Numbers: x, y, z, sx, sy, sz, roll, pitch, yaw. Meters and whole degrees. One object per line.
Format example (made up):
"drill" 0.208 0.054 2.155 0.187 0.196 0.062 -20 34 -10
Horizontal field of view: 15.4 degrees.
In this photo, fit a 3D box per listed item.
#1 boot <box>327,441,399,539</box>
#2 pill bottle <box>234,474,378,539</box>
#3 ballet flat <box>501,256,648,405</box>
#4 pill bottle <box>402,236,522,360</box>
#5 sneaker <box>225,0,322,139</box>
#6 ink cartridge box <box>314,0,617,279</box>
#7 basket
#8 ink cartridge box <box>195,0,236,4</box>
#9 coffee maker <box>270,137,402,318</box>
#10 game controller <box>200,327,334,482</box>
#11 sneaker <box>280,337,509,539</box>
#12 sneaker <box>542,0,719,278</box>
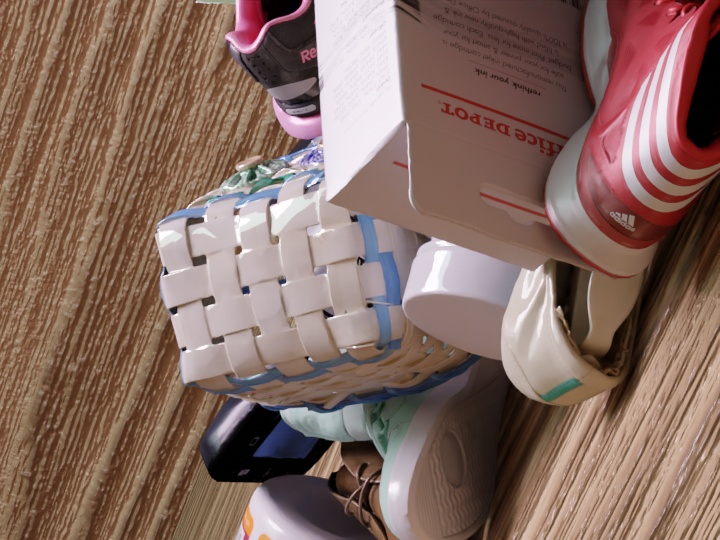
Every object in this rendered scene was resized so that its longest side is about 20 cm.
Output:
"boot" 0.018 0.138 1.498 0.200 0.075 0.074 -110 42 -80
"pill bottle" -0.046 0.234 1.609 0.110 0.109 0.201 -87 17 -72
"ballet flat" 0.115 -0.036 1.208 0.069 0.069 0.201 131 153 -76
"pill bottle" 0.087 -0.062 1.300 0.111 0.110 0.201 124 164 -70
"sneaker" -0.029 -0.173 1.377 0.079 0.095 0.201 -17 56 35
"ink cartridge box" 0.044 -0.078 1.173 0.068 0.115 0.201 -43 40 43
"basket" 0.000 0.000 1.400 0.200 0.175 0.140 4 -106 -63
"ink cartridge box" 0.021 -0.195 1.520 0.146 0.199 0.048 -57 -31 -50
"coffee maker" 0.048 -0.080 1.590 0.200 0.135 0.192 -49 -1 35
"game controller" -0.036 0.083 1.589 0.105 0.042 0.200 -60 -16 3
"sneaker" 0.010 0.094 1.436 0.201 0.117 0.074 -67 -39 -60
"sneaker" 0.149 -0.093 1.134 0.115 0.078 0.201 -42 24 43
